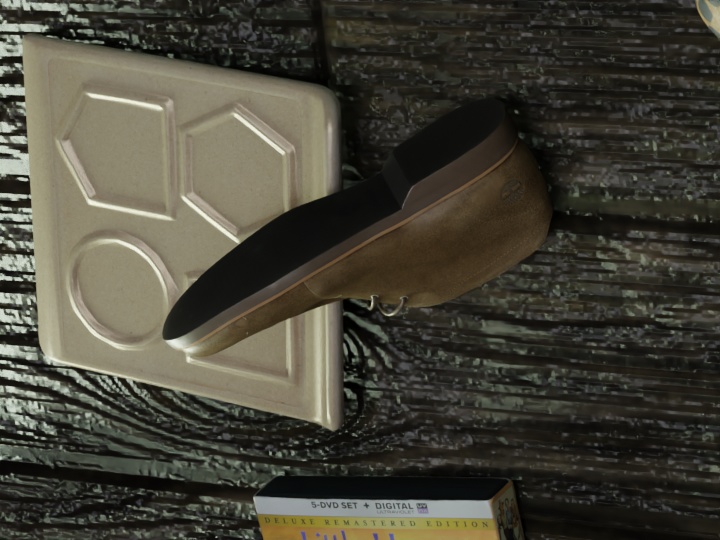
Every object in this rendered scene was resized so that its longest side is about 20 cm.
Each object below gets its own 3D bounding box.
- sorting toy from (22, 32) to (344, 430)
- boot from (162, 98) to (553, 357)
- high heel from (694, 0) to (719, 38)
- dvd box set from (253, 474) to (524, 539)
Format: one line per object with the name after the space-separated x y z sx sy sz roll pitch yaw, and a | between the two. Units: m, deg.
-0.088 -0.023 1.481 0.200 0.036 0.185 14 118 29 | sorting toy
0.000 0.000 1.383 0.200 0.074 0.075 -28 117 10 | boot
0.174 -0.189 1.180 0.200 0.071 0.143 103 155 -47 | high heel
0.031 0.203 1.515 0.146 0.029 0.200 -1 112 30 | dvd box set
